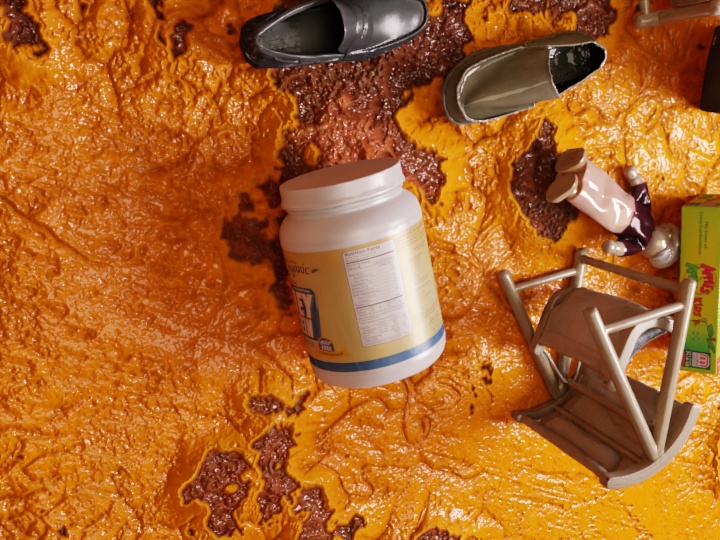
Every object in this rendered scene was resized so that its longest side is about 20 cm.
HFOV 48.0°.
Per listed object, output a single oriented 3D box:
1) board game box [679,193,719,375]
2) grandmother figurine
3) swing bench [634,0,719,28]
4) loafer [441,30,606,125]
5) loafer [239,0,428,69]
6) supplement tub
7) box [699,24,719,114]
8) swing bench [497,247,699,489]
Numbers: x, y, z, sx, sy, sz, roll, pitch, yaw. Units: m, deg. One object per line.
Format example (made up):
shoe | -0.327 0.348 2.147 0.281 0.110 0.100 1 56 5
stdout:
board game box | 0.426 0.014 0.989 0.101 0.047 0.202 -20 111 -52
grandmother figurine | 0.308 -0.068 0.955 0.199 0.060 0.122 33 76 -24
swing bench | 0.407 -0.386 0.881 0.198 0.130 0.201 -15 105 -21
loafer | 0.179 -0.213 0.871 0.199 0.070 0.076 -26 108 -13
loafer | -0.020 -0.237 0.797 0.199 0.070 0.069 -16 106 -16
supplement tub | 0.000 0.000 0.813 0.144 0.145 0.202 -17 105 -15
box | 0.504 -0.216 0.904 0.198 0.148 0.105 8 105 9
swing bench | 0.259 0.099 0.894 0.129 0.199 0.202 -14 106 -16
